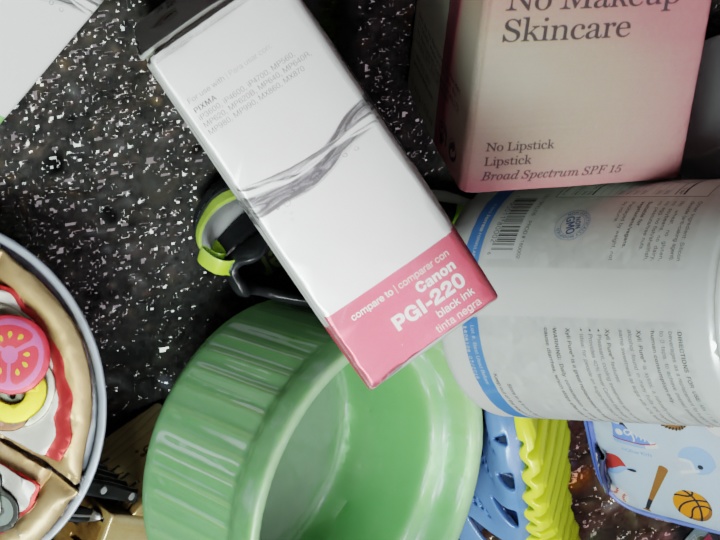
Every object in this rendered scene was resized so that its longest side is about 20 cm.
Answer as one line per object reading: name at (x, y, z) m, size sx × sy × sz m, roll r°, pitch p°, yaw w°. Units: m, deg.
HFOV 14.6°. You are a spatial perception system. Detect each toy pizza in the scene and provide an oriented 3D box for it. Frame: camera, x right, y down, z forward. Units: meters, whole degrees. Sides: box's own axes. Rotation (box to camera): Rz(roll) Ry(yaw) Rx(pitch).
toy pizza at (-0.233, 0.070, 1.493) m, size 0.199 × 0.032 × 0.201 m, roll 1°, pitch 98°, yaw 9°

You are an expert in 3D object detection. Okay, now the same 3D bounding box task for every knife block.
knife block at (-0.151, 0.168, 1.603) m, size 0.175 × 0.064 × 0.201 m, roll -36°, pitch 133°, yaw -21°

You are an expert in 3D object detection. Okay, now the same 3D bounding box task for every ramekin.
ramekin at (-0.030, 0.112, 1.569) m, size 0.200 × 0.097 × 0.201 m, roll -27°, pitch 126°, yaw -44°

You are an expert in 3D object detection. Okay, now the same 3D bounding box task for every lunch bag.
lunch bag at (0.216, 0.083, 1.638) m, size 0.199 × 0.076 × 0.161 m, roll 10°, pitch 137°, yaw 26°

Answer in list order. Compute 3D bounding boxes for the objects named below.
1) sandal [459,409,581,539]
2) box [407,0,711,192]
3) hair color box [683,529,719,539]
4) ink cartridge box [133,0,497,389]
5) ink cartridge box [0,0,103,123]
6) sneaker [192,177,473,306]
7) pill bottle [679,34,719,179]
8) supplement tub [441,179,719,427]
sandal at (0.083, 0.134, 1.680) m, size 0.087 × 0.080 × 0.201 m, roll 7°, pitch 131°, yaw 15°
box at (0.106, -0.153, 1.457) m, size 0.127 × 0.109 × 0.201 m, roll -5°, pitch 127°, yaw -14°
hair color box at (0.271, 0.247, 1.844) m, size 0.199 × 0.061 × 0.099 m, roll 27°, pitch 114°, yaw -33°
ink cartridge box at (-0.025, -0.057, 1.417) m, size 0.085 × 0.146 × 0.200 m, roll -36°, pitch 103°, yaw 2°
ink cartridge box at (-0.175, -0.167, 1.330) m, size 0.084 × 0.146 × 0.200 m, roll 30°, pitch 113°, yaw -34°
sneaker at (0.000, 0.000, 1.554) m, size 0.199 × 0.083 × 0.072 m, roll 4°, pitch 125°, yaw -22°
pill bottle at (0.251, -0.046, 1.584) m, size 0.111 × 0.112 × 0.200 m, roll -41°, pitch 127°, yaw 14°
supplement tub at (0.153, 0.017, 1.507) m, size 0.199 × 0.132 × 0.132 m, roll 2°, pitch 141°, yaw 36°
